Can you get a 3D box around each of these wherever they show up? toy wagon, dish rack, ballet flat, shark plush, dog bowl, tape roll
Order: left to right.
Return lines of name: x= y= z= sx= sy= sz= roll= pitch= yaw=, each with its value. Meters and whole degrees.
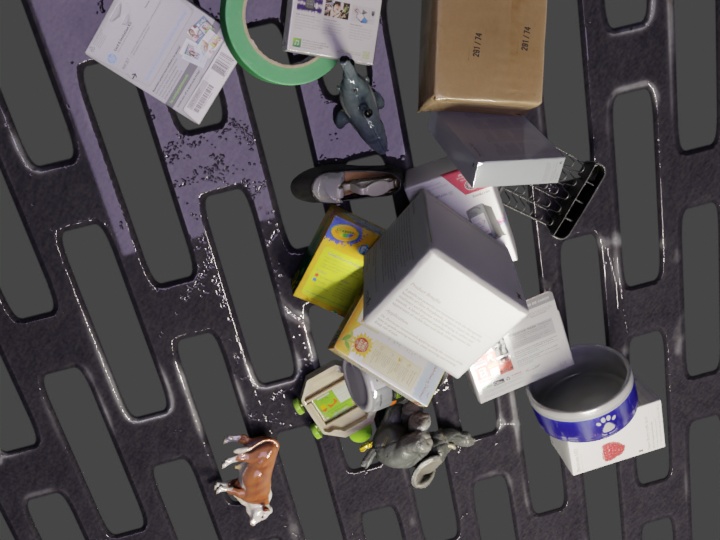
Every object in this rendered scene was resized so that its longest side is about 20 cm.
tape roll: x=-0.114 y=-0.390 z=1.135 sx=0.200 sy=0.048 sz=0.201 roll=-6 pitch=106 yaw=-21
toy wagon: x=-0.032 y=0.271 z=1.438 sx=0.155 sy=0.040 sz=0.200 roll=-29 pitch=114 yaw=3
ballet flat: x=-0.020 y=-0.149 z=1.258 sx=0.199 sy=0.068 sz=0.068 roll=-8 pitch=114 yaw=-6
shark plush: x=0.009 y=-0.272 z=1.168 sx=0.091 sy=0.083 sz=0.200 roll=-20 pitch=150 yaw=-9
dish rack: x=0.319 y=-0.162 z=1.319 sx=0.200 sy=0.055 sz=0.154 roll=23 pitch=105 yaw=-17
dog bowl: x=0.426 y=0.234 z=1.413 sx=0.200 sy=0.200 sz=0.079 roll=-24 pitch=116 yaw=1

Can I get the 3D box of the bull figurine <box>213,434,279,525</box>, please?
bull figurine: x=-0.221 y=0.408 z=1.444 sx=0.121 sy=0.065 sz=0.200 roll=8 pitch=109 yaw=-16

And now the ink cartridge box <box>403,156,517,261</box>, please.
ink cartridge box: x=0.177 y=-0.097 z=1.283 sx=0.147 sy=0.086 sz=0.200 roll=-18 pitch=116 yaw=15

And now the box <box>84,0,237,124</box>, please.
box: x=-0.300 y=-0.349 z=1.147 sx=0.200 sy=0.041 sz=0.156 roll=30 pitch=103 yaw=-20

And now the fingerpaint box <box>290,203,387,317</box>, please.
fingerpaint box: x=0.000 y=0.000 z=1.318 sx=0.200 sy=0.073 sz=0.167 roll=23 pitch=107 yaw=-18

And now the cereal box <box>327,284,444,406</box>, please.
cereal box: x=0.062 y=0.125 z=1.271 sx=0.200 sy=0.040 sz=0.144 roll=35 pitch=72 yaw=-13

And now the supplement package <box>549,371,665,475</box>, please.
supplement package: x=0.496 y=0.310 z=1.498 sx=0.200 sy=0.120 sz=0.122 roll=-17 pitch=114 yaw=-2

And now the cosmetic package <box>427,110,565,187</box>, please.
cosmetic package: x=0.214 y=-0.208 z=1.192 sx=0.150 sy=0.200 sz=0.052 roll=-3 pitch=128 yaw=-17

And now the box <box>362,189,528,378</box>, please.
box: x=0.129 y=0.019 z=1.184 sx=0.199 sy=0.200 sz=0.171 roll=32 pitch=118 yaw=-19

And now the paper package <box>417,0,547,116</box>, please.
paper package: x=0.193 y=-0.354 z=1.165 sx=0.190 sy=0.103 sz=0.201 roll=1 pitch=91 yaw=-11

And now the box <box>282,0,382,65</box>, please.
box: x=-0.036 y=-0.424 z=1.112 sx=0.144 sy=0.036 sz=0.201 roll=4 pitch=104 yaw=-23

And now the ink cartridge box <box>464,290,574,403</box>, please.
ink cartridge box: x=0.286 y=0.131 z=1.412 sx=0.200 sy=0.084 sz=0.176 roll=-22 pitch=114 yaw=-1

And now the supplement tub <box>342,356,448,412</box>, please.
supplement tub: x=0.077 y=0.175 z=1.356 sx=0.200 sy=0.123 sz=0.123 roll=-17 pitch=114 yaw=-22

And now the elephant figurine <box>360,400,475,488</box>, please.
elephant figurine: x=0.120 y=0.356 z=1.455 sx=0.155 sy=0.142 sz=0.200 roll=-12 pitch=138 yaw=27
